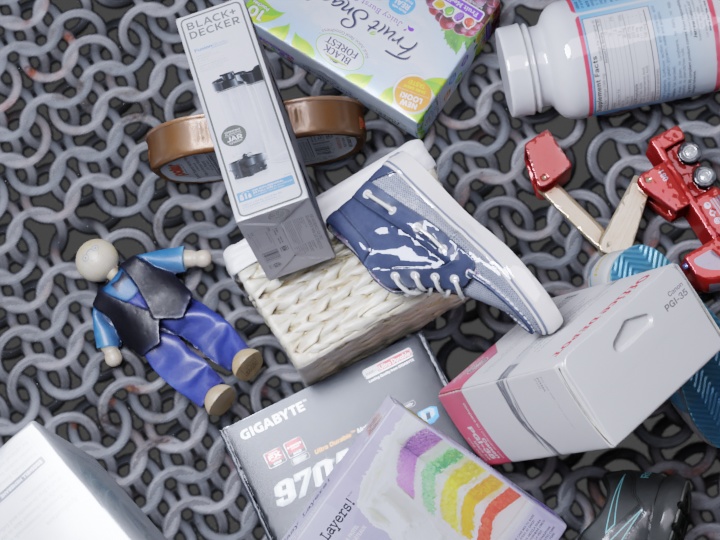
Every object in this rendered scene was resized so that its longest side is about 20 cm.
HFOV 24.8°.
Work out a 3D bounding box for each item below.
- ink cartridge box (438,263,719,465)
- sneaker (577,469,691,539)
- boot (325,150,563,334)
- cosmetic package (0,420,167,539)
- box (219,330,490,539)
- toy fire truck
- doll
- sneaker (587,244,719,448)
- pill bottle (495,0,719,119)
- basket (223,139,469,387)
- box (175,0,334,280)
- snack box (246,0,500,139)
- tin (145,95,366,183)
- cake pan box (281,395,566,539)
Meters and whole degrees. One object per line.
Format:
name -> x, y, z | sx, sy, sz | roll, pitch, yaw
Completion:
ink cartridge box -> 0.175, 0.080, 1.325 | 0.146, 0.200, 0.083 | -37, 97, -25
sneaker -> 0.217, 0.261, 1.373 | 0.079, 0.075, 0.201 | 13, 70, 22
boot -> 0.066, 0.000, 1.314 | 0.090, 0.073, 0.200 | -42, 68, -7
cosmetic package -> -0.223, 0.247, 1.337 | 0.123, 0.199, 0.200 | -41, 76, -6
box -> 0.001, 0.168, 1.418 | 0.199, 0.046, 0.159 | -26, 76, -2
toy fire truck -> 0.248, -0.054, 1.455 | 0.141, 0.049, 0.200 | -29, 76, -3
doll -> -0.177, 0.038, 1.467 | 0.200, 0.048, 0.137 | 38, 89, 19
sneaker -> 0.271, 0.065, 1.411 | 0.076, 0.081, 0.200 | -35, 96, -14
pill bottle -> 0.226, -0.196, 1.464 | 0.199, 0.109, 0.109 | -11, 75, 2
basket -> 0.000, 0.000, 1.419 | 0.200, 0.136, 0.124 | -31, 77, -4
box -> -0.086, -0.108, 1.332 | 0.060, 0.117, 0.201 | -20, 63, 2
snack box -> 0.009, -0.235, 1.521 | 0.200, 0.053, 0.142 | 32, 81, 12
tin -> -0.093, -0.116, 1.468 | 0.199, 0.112, 0.042 | -9, 75, 3
cake pan box -> 0.040, 0.235, 1.356 | 0.184, 0.052, 0.200 | 37, 91, -5
